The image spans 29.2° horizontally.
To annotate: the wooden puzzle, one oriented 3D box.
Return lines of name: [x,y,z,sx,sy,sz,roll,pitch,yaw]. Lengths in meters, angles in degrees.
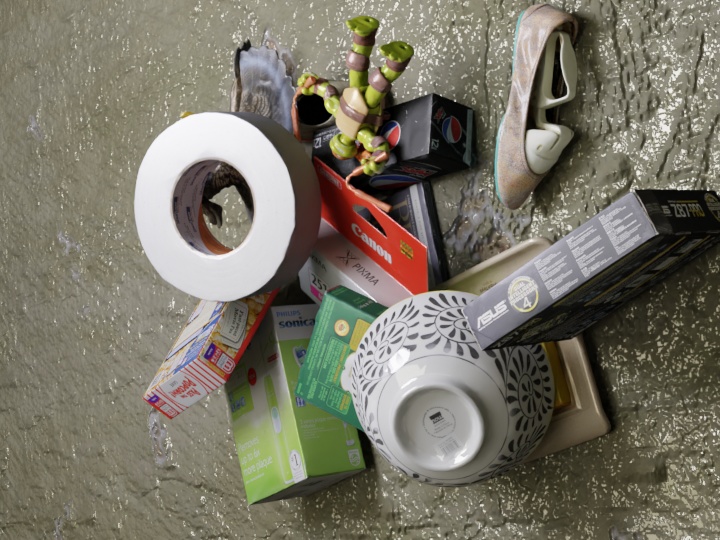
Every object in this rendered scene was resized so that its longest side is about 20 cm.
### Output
wooden puzzle: [0.147,0.089,1.377,0.184,0.037,0.202,-29,74,44]

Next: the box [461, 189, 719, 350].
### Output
box: [0.208,0.001,1.203,0.200,0.161,0.049,-38,71,34]

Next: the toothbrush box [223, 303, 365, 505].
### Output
toothbrush box: [-0.085,0.156,1.610,0.145,0.085,0.202,-32,66,52]

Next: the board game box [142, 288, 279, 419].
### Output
board game box: [-0.160,0.061,1.591,0.151,0.046,0.201,-34,23,51]

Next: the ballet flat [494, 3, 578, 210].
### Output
ballet flat: [0.174,-0.155,1.335,0.067,0.068,0.202,12,102,40]

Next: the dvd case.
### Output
dvd case: [0.021,0.002,1.548,0.199,0.016,0.150,-22,74,46]

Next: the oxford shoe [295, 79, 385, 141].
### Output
oxford shoe: [-0.058,-0.190,1.588,0.199,0.073,0.072,-7,86,52]

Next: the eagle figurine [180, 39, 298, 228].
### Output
eagle figurine: [-0.140,-0.155,1.586,0.151,0.151,0.201,35,87,25]

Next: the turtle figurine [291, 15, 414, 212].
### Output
turtle figurine: [0.005,-0.168,1.430,0.200,0.064,0.162,53,135,37]

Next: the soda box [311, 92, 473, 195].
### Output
soda box: [0.030,-0.130,1.490,0.199,0.063,0.072,-12,69,49]

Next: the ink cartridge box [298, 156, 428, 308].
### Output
ink cartridge box: [0.000,0.000,1.470,0.200,0.043,0.175,40,150,37]

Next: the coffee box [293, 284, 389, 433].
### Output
coffee box: [0.038,0.112,1.392,0.199,0.044,0.124,25,110,20]

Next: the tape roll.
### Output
tape roll: [-0.143,-0.069,1.481,0.198,0.066,0.203,3,96,25]

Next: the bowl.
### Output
bowl: [0.078,0.129,1.291,0.199,0.094,0.203,4,108,12]
